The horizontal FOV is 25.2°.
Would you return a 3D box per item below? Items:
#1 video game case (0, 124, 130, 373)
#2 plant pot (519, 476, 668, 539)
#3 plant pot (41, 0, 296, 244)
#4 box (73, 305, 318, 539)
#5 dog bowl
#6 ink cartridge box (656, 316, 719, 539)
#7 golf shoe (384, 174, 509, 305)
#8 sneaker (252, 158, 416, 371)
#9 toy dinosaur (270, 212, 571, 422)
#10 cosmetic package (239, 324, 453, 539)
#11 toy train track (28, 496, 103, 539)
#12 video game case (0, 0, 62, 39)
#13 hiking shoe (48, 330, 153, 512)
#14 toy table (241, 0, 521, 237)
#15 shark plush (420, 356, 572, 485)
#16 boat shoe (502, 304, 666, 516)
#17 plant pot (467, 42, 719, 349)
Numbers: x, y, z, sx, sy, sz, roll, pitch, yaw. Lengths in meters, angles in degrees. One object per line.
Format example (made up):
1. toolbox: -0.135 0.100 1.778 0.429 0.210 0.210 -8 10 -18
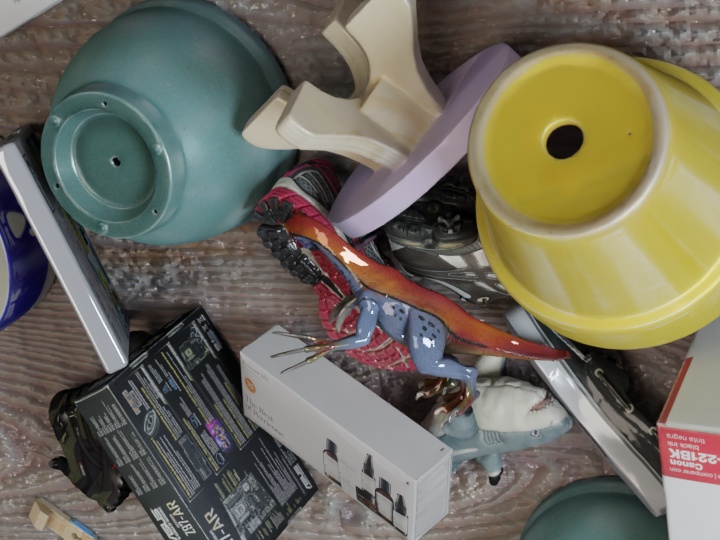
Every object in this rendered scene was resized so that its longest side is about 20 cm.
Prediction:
1. video game case: -0.246 -0.023 1.347 0.022 0.182 0.200 -26 102 -2
2. plant pot: 0.201 0.285 1.288 0.200 0.134 0.200 10 116 21
3. plant pot: -0.168 -0.103 1.280 0.200 0.134 0.200 10 116 22
4. box: -0.134 0.151 1.373 0.044 0.160 0.200 -27 100 33
5. dog bowl: -0.376 -0.031 1.454 0.200 0.079 0.200 11 117 21
6. ink cartridge box: 0.279 0.149 1.160 0.084 0.144 0.200 5 126 26
7. golf shoe: 0.118 -0.016 1.236 0.200 0.078 0.095 13 144 14
8. sneaker: 0.000 0.000 1.294 0.081 0.075 0.200 -11 121 43
9. toy dinosaur: 0.027 0.019 1.212 0.200 0.105 0.182 -25 110 4
10. cosmetic package: -0.015 0.133 1.326 0.200 0.051 0.083 33 140 30
11. toy train track: -0.245 0.292 1.569 0.200 0.033 0.115 34 123 9
12. video game case: -0.290 -0.313 1.314 0.182 0.024 0.200 -23 101 32
13. hiking shoe: -0.240 0.130 1.465 0.101 0.076 0.200 25 122 10
14. toy table: 0.011 -0.124 1.179 0.117 0.184 0.200 38 117 -15
15. shark plush: 0.086 0.149 1.311 0.083 0.091 0.200 38 124 -4
16. boat shoe: 0.190 0.099 1.255 0.057 0.069 0.200 -38 85 -1
17. plant pot: 0.160 -0.061 1.068 0.201 0.189 0.201 -6 74 22
